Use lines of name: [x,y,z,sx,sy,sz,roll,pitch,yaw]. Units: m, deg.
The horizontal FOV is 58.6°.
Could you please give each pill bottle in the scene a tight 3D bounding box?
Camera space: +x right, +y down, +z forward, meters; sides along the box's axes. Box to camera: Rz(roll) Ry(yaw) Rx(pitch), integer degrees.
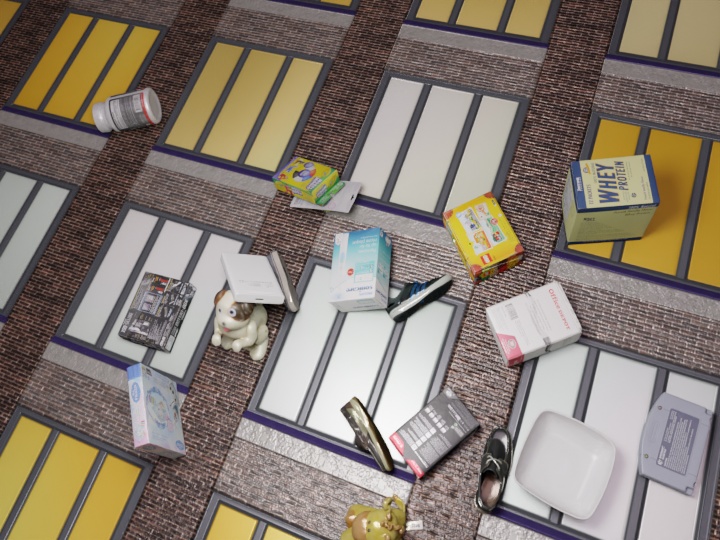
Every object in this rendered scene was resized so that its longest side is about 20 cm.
pill bottle: [-0.765,-0.521,2.103,0.195,0.116,0.118,-10,65,6]

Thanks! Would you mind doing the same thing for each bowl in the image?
bowl: [0.467,0.446,1.477,0.197,0.075,0.202,25,73,20]

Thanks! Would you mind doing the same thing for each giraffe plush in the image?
giraffe plush: [0.040,0.591,1.444,0.196,0.163,0.175,-23,64,0]

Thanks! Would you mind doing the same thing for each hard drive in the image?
hard drive: [-0.286,0.019,1.682,0.129,0.027,0.201,5,29,-27]

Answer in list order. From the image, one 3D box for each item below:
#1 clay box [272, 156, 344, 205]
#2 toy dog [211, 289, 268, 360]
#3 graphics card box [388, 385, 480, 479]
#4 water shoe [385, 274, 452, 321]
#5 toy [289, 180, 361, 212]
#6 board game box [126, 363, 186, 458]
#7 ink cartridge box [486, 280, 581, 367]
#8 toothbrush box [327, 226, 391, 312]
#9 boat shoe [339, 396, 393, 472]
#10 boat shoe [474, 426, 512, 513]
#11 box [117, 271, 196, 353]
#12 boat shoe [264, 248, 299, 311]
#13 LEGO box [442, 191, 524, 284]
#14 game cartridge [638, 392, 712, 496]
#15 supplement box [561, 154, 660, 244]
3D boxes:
clay box: [-0.150,-0.263,1.873,0.197,0.048,0.115,22,56,36]
toy dog: [-0.312,0.126,1.691,0.137,0.201,0.196,25,73,19]
graphics card box: [0.181,0.395,1.566,0.199,0.051,0.126,-40,65,-6]
water shoe: [0.151,0.053,1.708,0.198,0.072,0.080,-32,63,-5]
toy: [-0.098,-0.211,1.878,0.196,0.048,0.117,10,58,23]
board game box: [-0.516,0.361,1.627,0.042,0.201,0.203,-19,64,3]
ink cartridge box: [0.432,0.135,1.613,0.196,0.085,0.148,-21,65,3]
toothbrush box: [0.000,0.000,1.732,0.143,0.085,0.205,-6,66,28]
boat shoe: [0.015,0.412,1.584,0.064,0.073,0.202,-34,61,7]
boat shoe: [0.315,0.463,1.503,0.070,0.068,0.204,13,68,17]
box: [-0.579,0.117,1.828,0.154,0.050,0.204,12,69,16]
boat shoe: [-0.240,0.044,1.791,0.091,0.075,0.203,-27,57,5]
LEGO box: [0.329,-0.089,1.732,0.146,0.077,0.203,-23,65,0]
game cartridge: [0.717,0.393,1.475,0.131,0.041,0.203,21,72,15]
supplement box: [0.632,-0.176,1.645,0.195,0.201,0.137,-4,66,9]
